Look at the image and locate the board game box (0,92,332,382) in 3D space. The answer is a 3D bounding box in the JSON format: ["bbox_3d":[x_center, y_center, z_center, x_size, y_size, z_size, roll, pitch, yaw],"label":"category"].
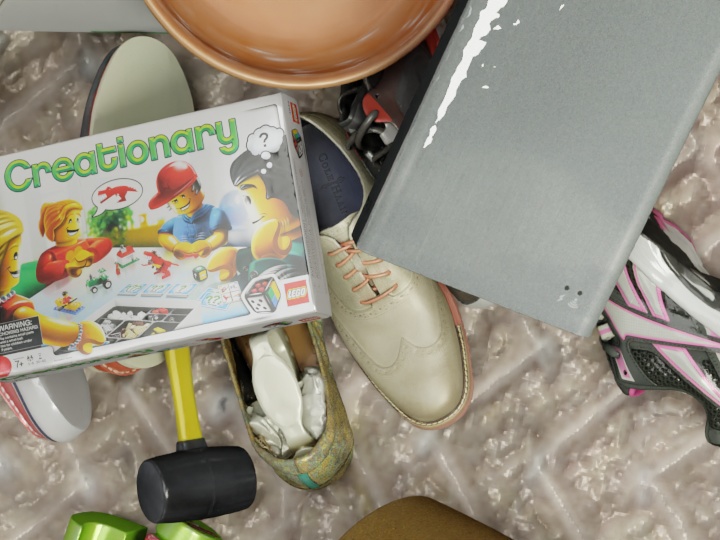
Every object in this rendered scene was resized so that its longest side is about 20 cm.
[{"bbox_3d":[-0.123,-0.017,1.372,0.199,0.035,0.127,-12,81,14],"label":"board game box"}]

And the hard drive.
[{"bbox_3d":[0.098,-0.079,1.260,0.139,0.033,0.201,21,104,-15],"label":"hard drive"}]

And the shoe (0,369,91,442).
[{"bbox_3d":[-0.239,0.033,1.464,0.091,0.071,0.200,-34,69,12],"label":"shoe"}]

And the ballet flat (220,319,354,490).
[{"bbox_3d":[-0.056,0.030,1.405,0.070,0.071,0.201,-22,77,14],"label":"ballet flat"}]

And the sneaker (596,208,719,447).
[{"bbox_3d":[0.156,0.024,1.335,0.200,0.080,0.086,41,107,24],"label":"sneaker"}]

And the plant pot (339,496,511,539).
[{"bbox_3d":[0.067,0.220,1.290,0.186,0.186,0.200,-47,59,7],"label":"plant pot"}]

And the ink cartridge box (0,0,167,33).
[{"bbox_3d":[-0.150,-0.247,1.430,0.145,0.084,0.201,0,81,-19],"label":"ink cartridge box"}]

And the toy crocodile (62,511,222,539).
[{"bbox_3d":[-0.084,0.196,1.395,0.200,0.062,0.068,32,93,18],"label":"toy crocodile"}]

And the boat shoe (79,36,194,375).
[{"bbox_3d":[-0.141,-0.038,1.443,0.063,0.071,0.201,-10,78,59],"label":"boat shoe"}]

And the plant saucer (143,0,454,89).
[{"bbox_3d":[-0.036,-0.197,1.341,0.199,0.037,0.201,1,85,-9],"label":"plant saucer"}]

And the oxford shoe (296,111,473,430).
[{"bbox_3d":[0.000,0.000,1.386,0.071,0.074,0.200,-31,75,11],"label":"oxford shoe"}]

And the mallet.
[{"bbox_3d":[-0.114,0.048,1.397,0.041,0.066,0.201,-13,92,59],"label":"mallet"}]

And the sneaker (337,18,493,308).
[{"bbox_3d":[0.023,-0.066,1.372,0.077,0.082,0.201,-44,60,44],"label":"sneaker"}]
